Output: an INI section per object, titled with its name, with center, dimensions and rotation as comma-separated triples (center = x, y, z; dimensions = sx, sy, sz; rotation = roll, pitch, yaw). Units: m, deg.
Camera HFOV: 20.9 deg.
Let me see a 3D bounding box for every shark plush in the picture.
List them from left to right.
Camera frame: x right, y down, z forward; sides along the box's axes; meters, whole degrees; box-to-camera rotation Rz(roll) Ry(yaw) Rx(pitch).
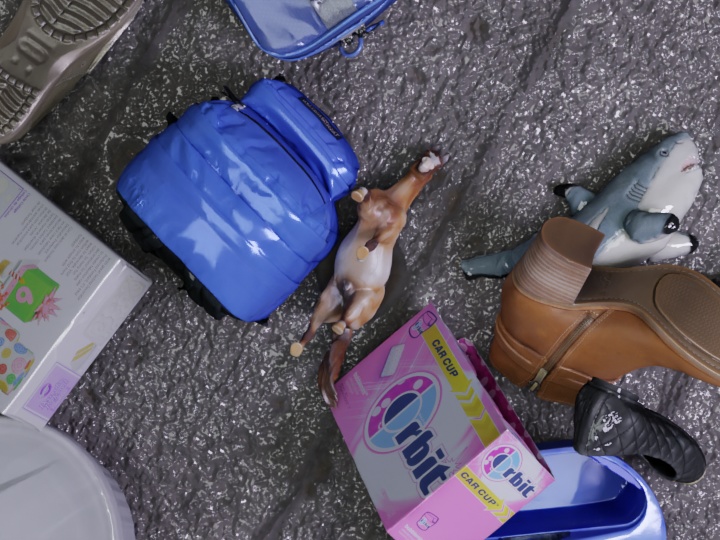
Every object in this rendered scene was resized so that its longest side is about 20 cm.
[shark plush]
center = 0.177, -0.034, 1.514
dimensions = 0.199, 0.091, 0.084
rotation = -26, 72, 27

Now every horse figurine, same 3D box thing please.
[horse figurine]
center = 0.000, 0.000, 1.496
dimensions = 0.050, 0.133, 0.202
rotation = 23, 108, 10

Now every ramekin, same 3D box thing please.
[ramekin]
center = -0.267, 0.216, 1.525
dimensions = 0.200, 0.094, 0.205
rotation = -1, 84, 12

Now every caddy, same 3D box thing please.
[caddy]
center = 0.134, 0.205, 1.496
dimensions = 0.198, 0.105, 0.143
rotation = -7, 95, 6

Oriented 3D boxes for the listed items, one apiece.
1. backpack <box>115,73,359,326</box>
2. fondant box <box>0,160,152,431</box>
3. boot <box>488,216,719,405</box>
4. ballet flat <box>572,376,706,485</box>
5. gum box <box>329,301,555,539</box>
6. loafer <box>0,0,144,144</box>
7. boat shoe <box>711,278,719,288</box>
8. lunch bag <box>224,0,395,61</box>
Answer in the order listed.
[backpack]
center = -0.091, -0.060, 1.449
dimensions = 0.162, 0.200, 0.168
rotation = 41, 97, 2
[fondant box]
center = -0.277, 0.006, 1.491
dimensions = 0.199, 0.058, 0.145
rotation = 36, 87, 30
[boot]
center = 0.192, 0.062, 1.460
dimensions = 0.199, 0.077, 0.156
rotation = 26, 137, 6
[ballet flat]
center = 0.204, 0.129, 1.452
dimensions = 0.066, 0.200, 0.057
rotation = 24, 85, 36
[gum box]
center = 0.053, 0.120, 1.459
dimensions = 0.113, 0.200, 0.066
rotation = -41, 122, 7
[loafer]
center = -0.239, -0.180, 1.522
dimensions = 0.076, 0.068, 0.200
rotation = 42, 81, -1
[boat shoe]
center = 0.358, 0.046, 1.469
dimensions = 0.198, 0.093, 0.076
rotation = 5, 95, 5
[lunch bag]
center = -0.052, -0.249, 1.464
dimensions = 0.135, 0.132, 0.201
rotation = -33, 91, 7
